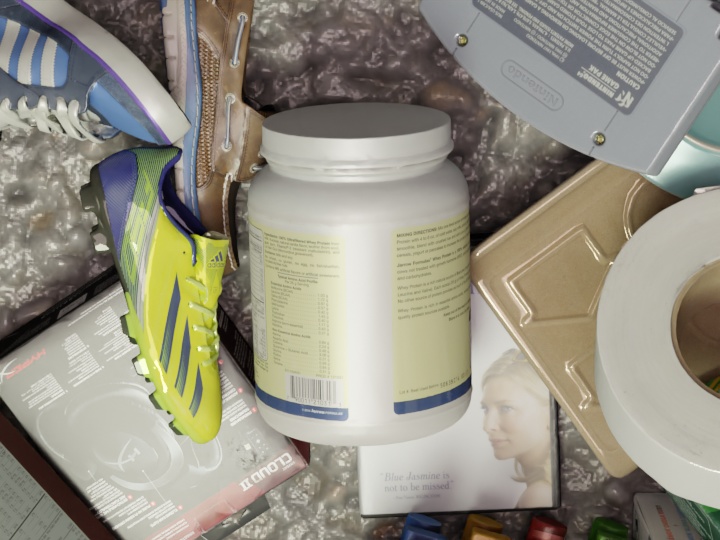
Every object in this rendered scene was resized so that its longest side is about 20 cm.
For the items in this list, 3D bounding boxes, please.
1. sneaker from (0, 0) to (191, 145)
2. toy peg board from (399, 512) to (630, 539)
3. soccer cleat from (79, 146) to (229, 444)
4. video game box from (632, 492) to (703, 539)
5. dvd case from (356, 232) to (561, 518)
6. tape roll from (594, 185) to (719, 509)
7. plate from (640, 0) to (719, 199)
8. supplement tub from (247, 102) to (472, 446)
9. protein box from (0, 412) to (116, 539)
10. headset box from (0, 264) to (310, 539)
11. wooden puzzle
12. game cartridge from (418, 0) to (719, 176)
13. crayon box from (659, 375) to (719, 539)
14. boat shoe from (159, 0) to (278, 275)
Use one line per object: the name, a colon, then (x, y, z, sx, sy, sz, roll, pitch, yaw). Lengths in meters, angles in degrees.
sneaker: (-0.220, -0.101, 1.549, 0.200, 0.081, 0.147, 38, 82, 24)
toy peg board: (0.102, 0.212, 1.613, 0.199, 0.200, 0.098, 17, 97, -4)
soccer cleat: (-0.117, 0.016, 1.554, 0.084, 0.065, 0.201, -18, 101, -2)
video game box: (0.214, 0.274, 1.632, 0.047, 0.182, 0.201, 0, 105, 1)
dvd case: (0.066, 0.073, 1.665, 0.142, 0.018, 0.201, -3, 104, 2)
tape roll: (0.248, 0.048, 1.529, 0.202, 0.071, 0.203, -2, 66, 4)
plate: (0.246, -0.141, 1.573, 0.200, 0.026, 0.201, 0, 86, -6)
supplement tub: (0.000, 0.000, 1.563, 0.145, 0.145, 0.201, -1, 104, 1)
protein box: (-0.279, 0.227, 1.614, 0.198, 0.135, 0.200, -33, 103, 34)
headset box: (-0.138, 0.099, 1.644, 0.149, 0.077, 0.200, -34, 103, 9)
wooden puzzle: (0.191, 0.012, 1.628, 0.185, 0.046, 0.200, -36, 106, 0)
game cartridge: (0.140, -0.155, 1.556, 0.200, 0.042, 0.133, 38, 108, 21)
crayon box: (0.299, 0.106, 1.591, 0.200, 0.126, 0.052, -26, 131, -8)
boat shoe: (-0.089, -0.092, 1.597, 0.072, 0.072, 0.201, -5, 104, 0)
